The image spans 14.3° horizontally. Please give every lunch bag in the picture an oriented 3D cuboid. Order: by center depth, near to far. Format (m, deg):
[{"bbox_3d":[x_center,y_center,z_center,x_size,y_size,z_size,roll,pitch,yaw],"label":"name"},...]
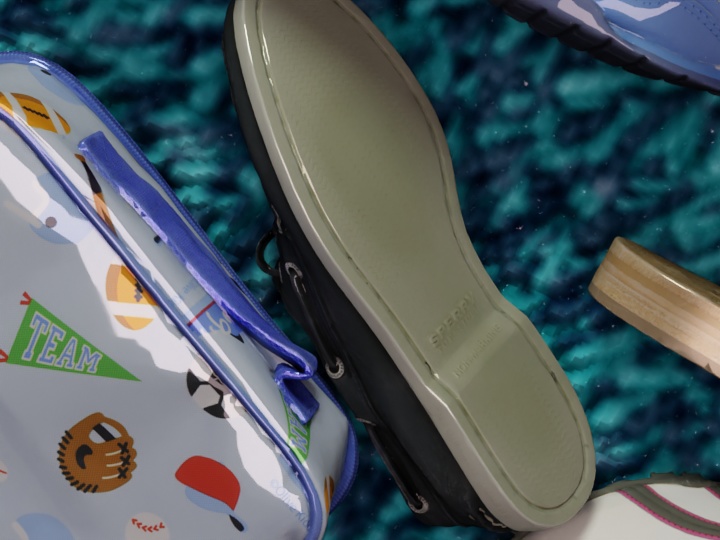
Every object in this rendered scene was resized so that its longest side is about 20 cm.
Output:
[{"bbox_3d":[-0.099,0.040,0.911,0.160,0.076,0.200,-38,96,18],"label":"lunch bag"}]

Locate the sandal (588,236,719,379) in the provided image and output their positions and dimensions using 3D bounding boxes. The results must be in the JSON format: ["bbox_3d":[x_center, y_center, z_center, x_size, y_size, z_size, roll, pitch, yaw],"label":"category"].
[{"bbox_3d":[0.181,0.028,0.914,0.211,0.078,0.070,29,99,4],"label":"sandal"}]

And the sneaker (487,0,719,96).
[{"bbox_3d":[0.134,-0.092,0.904,0.199,0.074,0.083,10,95,-7],"label":"sneaker"}]

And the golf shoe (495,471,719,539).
[{"bbox_3d":[0.131,0.109,0.920,0.199,0.088,0.077,-2,99,3],"label":"golf shoe"}]

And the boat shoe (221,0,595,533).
[{"bbox_3d":[0.002,-0.001,0.922,0.066,0.075,0.200,-20,108,46],"label":"boat shoe"}]
